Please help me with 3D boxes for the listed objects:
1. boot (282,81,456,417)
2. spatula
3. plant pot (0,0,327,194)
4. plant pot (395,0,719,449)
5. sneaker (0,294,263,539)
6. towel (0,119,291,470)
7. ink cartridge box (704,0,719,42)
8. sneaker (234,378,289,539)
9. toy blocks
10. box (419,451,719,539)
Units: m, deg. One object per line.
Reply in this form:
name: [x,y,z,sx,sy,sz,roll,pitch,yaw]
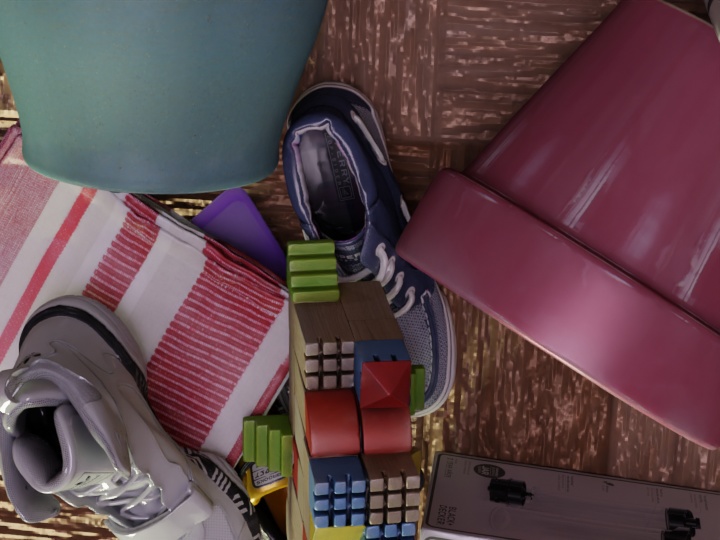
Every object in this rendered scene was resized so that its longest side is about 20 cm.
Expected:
boot: [0.000,0.000,1.080,0.072,0.090,0.202,-18,104,11]
spatula: [-0.028,0.047,1.090,0.056,0.021,0.200,-40,95,-21]
plant pot: [-0.103,-0.143,0.987,0.198,0.200,0.190,5,106,5]
plant pot: [0.146,-0.034,1.012,0.199,0.200,0.180,32,93,-4]
sneaker: [-0.124,0.115,1.023,0.075,0.115,0.201,-29,100,17]
towel: [-0.137,0.028,1.070,0.199,0.023,0.145,31,108,1]
ink cartridge box: [0.237,-0.167,0.944,0.084,0.200,0.145,31,108,-3]
sneaker: [-0.047,0.088,1.117,0.077,0.082,0.201,-24,102,14]
toy blocks: [-0.005,0.102,1.002,0.099,0.137,0.202,-2,112,-8]
box: [0.132,0.163,1.102,0.198,0.117,0.061,7,108,3]
